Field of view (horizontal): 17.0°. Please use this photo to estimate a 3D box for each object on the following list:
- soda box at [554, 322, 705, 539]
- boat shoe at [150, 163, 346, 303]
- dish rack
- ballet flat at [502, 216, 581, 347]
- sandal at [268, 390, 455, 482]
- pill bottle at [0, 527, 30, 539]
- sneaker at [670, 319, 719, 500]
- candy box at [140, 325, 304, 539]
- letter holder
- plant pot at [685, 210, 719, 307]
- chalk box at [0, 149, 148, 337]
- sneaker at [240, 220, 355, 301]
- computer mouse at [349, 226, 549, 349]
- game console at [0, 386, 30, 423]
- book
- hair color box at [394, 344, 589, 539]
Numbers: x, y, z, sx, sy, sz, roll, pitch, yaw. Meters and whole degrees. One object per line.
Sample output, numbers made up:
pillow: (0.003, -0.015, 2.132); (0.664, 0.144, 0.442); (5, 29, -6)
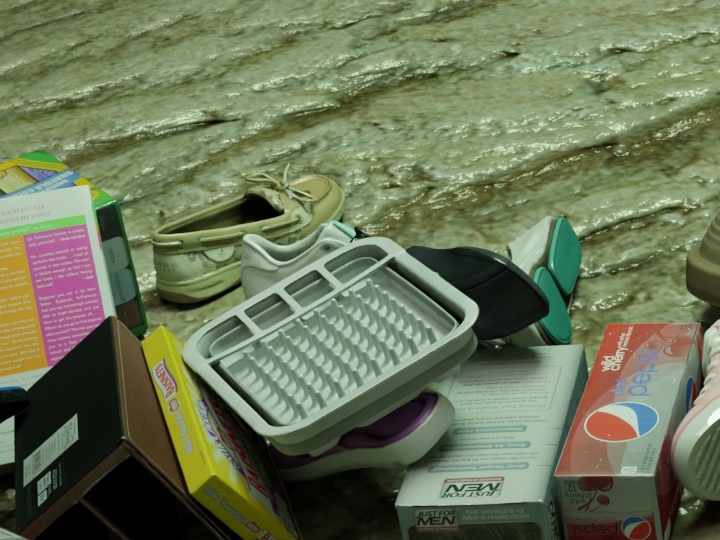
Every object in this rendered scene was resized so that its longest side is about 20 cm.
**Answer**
soda box: (0.184, 0.110, 1.613); (0.070, 0.064, 0.200); (-2, 27, 19)
boat shoe: (-0.090, -0.039, 2.008); (0.073, 0.063, 0.200); (14, 35, 41)
dish rack: (-0.017, 0.056, 1.634); (0.171, 0.044, 0.200); (-29, 26, -12)
ballet flat: (0.127, 0.021, 1.823); (0.069, 0.070, 0.200); (-4, 23, 12)
sandal: (-0.007, 0.098, 1.647); (0.202, 0.050, 0.082); (-13, 30, 54)
pill bottle: (-0.189, 0.231, 1.457); (0.200, 0.116, 0.116); (16, 37, 41)
sneaker: (0.253, 0.089, 1.621); (0.200, 0.076, 0.104); (-28, 29, -36)
candy box: (-0.094, 0.120, 1.644); (0.026, 0.102, 0.200); (-43, 30, 10)
letter holder: (-0.153, 0.146, 1.648); (0.101, 0.142, 0.200); (-41, 22, 9)
plant pot: (0.335, -0.031, 1.745); (0.200, 0.093, 0.201); (-2, 12, 0)
chalk box: (-0.256, 0.002, 1.921); (0.124, 0.125, 0.200); (-22, 27, -22)
sneaker: (0.000, 0.000, 1.869); (0.199, 0.089, 0.075); (-3, 26, 14)
computer mouse: (0.074, 0.037, 1.727); (0.046, 0.140, 0.200); (-52, 32, -18)
game console: (-0.322, 0.175, 1.639); (0.200, 0.119, 0.171); (-30, -12, 23)
book: (-0.246, 0.045, 1.785); (0.133, 0.201, 0.048); (-11, -18, -3)
hair color box: (0.094, 0.126, 1.620); (0.099, 0.061, 0.200); (-4, 27, 16)
